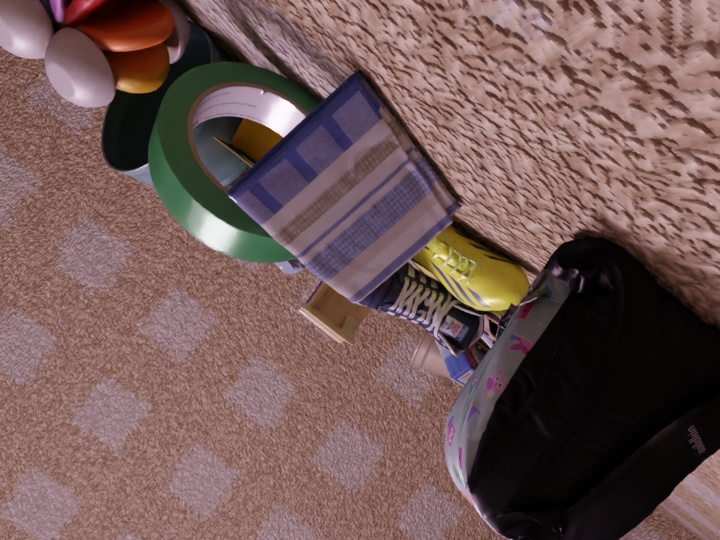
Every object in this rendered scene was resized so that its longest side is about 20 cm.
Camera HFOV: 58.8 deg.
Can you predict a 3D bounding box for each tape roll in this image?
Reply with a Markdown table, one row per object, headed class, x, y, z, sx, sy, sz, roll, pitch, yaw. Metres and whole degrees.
| class | x | y | z | sx | sy | sz | roll | pitch | yaw |
| --- | --- | --- | --- | --- | --- | --- | --- | --- | --- |
| tape roll | -0.100 | -0.107 | 0.619 | 0.200 | 0.201 | 0.048 | 39 | 139 | -6 |

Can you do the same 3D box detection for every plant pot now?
| class | x | y | z | sx | sy | sz | roll | pitch | yaw |
| --- | --- | --- | --- | --- | --- | --- | --- | --- | --- |
| plant pot | -0.215 | -0.187 | 0.823 | 0.200 | 0.202 | 0.134 | 36 | -178 | 41 |
| plant pot | 0.293 | 0.286 | 2.219 | 0.181 | 0.203 | 0.200 | 26 | 175 | 10 |

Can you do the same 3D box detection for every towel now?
| class | x | y | z | sx | sy | sz | roll | pitch | yaw |
| --- | --- | --- | --- | --- | --- | --- | --- | --- | --- |
| towel | -0.004 | -0.061 | 0.565 | 0.200 | 0.147 | 0.024 | 42 | -171 | -47 |

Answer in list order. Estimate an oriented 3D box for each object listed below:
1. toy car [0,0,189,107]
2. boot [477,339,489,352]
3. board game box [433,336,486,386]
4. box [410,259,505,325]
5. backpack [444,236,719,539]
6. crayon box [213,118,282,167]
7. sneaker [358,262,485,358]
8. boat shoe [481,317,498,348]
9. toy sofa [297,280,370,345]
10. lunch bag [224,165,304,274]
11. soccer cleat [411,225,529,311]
| class | x | y | z | sx | sy | sz | roll | pitch | yaw |
| --- | --- | --- | --- | --- | --- | --- | --- | --- | --- |
| toy car | -0.286 | -0.291 | 0.682 | 0.199 | 0.176 | 0.150 | 39 | 143 | 0 |
| boot | 0.251 | 0.151 | 1.014 | 0.154 | 0.072 | 0.201 | 43 | -160 | -21 |
| board game box | 0.182 | 0.118 | 1.084 | 0.199 | 0.043 | 0.201 | 33 | -153 | -45 |
| box | 0.144 | 0.015 | 0.810 | 0.199 | 0.050 | 0.075 | 38 | 178 | 42 |
| backpack | 0.151 | 0.099 | 0.459 | 0.166 | 0.201 | 0.127 | 37 | 178 | 1 |
| crayon box | -0.069 | -0.128 | 0.779 | 0.126 | 0.051 | 0.199 | 38 | -166 | 20 |
| sneaker | 0.070 | 0.041 | 0.742 | 0.199 | 0.071 | 0.108 | 20 | -165 | -46 |
| boat shoe | 0.181 | 0.055 | 0.885 | 0.200 | 0.072 | 0.073 | 43 | 160 | 9 |
| toy sofa | 0.000 | 0.000 | 0.917 | 0.082 | 0.201 | 0.097 | 38 | 172 | -16 |
| lunch bag | -0.131 | -0.113 | 0.929 | 0.169 | 0.126 | 0.203 | 42 | -145 | -47 |
| soccer cleat | 0.099 | -0.017 | 0.707 | 0.084 | 0.065 | 0.200 | 41 | 178 | -42 |
